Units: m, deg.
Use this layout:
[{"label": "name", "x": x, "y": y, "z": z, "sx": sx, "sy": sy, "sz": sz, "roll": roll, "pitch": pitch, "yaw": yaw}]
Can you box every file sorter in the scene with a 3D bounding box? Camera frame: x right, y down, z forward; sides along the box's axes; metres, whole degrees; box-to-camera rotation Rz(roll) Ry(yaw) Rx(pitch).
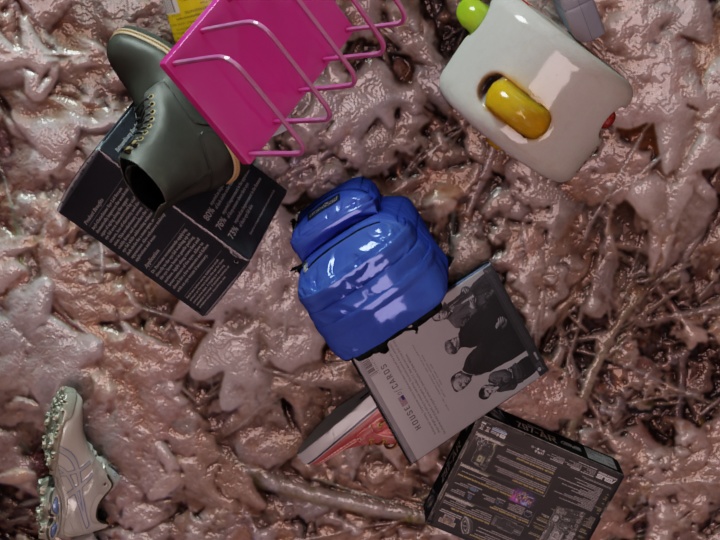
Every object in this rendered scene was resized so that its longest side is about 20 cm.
[{"label": "file sorter", "x": -0.067, "y": -0.225, "z": 1.209, "sx": 0.139, "sy": 0.125, "sz": 0.201, "roll": 49, "pitch": 65, "yaw": -31}]

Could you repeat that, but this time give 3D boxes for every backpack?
[{"label": "backpack", "x": 0.000, "y": 0.000, "z": 1.332, "sx": 0.162, "sy": 0.200, "sz": 0.168, "roll": -37, "pitch": 104, "yaw": 12}]

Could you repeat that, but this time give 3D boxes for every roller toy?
[{"label": "roller toy", "x": 0.180, "y": -0.185, "z": 1.280, "sx": 0.181, "sy": 0.200, "sz": 0.140, "roll": 24, "pitch": 110, "yaw": -36}]

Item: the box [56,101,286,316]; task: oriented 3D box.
[{"label": "box", "x": -0.200, "y": -0.077, "z": 1.324, "sx": 0.199, "sy": 0.149, "sz": 0.104, "roll": 37, "pitch": 126, "yaw": -9}]

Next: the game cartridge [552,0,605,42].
[{"label": "game cartridge", "x": 0.196, "y": -0.336, "z": 1.261, "sx": 0.040, "sy": 0.133, "sz": 0.202, "roll": -24, "pitch": 106, "yaw": 7}]

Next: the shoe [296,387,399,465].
[{"label": "shoe", "x": 0.023, "y": 0.188, "z": 1.457, "sx": 0.199, "sy": 0.072, "sz": 0.091, "roll": -39, "pitch": 98, "yaw": 7}]

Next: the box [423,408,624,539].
[{"label": "box", "x": 0.198, "y": 0.271, "z": 1.498, "sx": 0.198, "sy": 0.044, "sz": 0.162, "roll": 22, "pitch": 106, "yaw": -7}]

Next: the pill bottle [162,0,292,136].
[{"label": "pill bottle", "x": -0.139, "y": -0.240, "z": 1.302, "sx": 0.111, "sy": 0.113, "sz": 0.202, "roll": -14, "pitch": 107, "yaw": 4}]

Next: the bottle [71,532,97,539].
[{"label": "bottle", "x": -0.304, "y": 0.422, "z": 1.535, "sx": 0.083, "sy": 0.065, "sz": 0.202, "roll": -25, "pitch": 106, "yaw": 9}]

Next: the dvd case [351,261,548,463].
[{"label": "dvd case", "x": 0.103, "y": 0.106, "z": 1.416, "sx": 0.199, "sy": 0.025, "sz": 0.151, "roll": -32, "pitch": 100, "yaw": -11}]

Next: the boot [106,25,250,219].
[{"label": "boot", "x": -0.218, "y": -0.154, "z": 1.239, "sx": 0.200, "sy": 0.138, "sz": 0.078, "roll": 45, "pitch": 133, "yaw": 8}]

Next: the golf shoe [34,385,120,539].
[{"label": "golf shoe", "x": -0.339, "y": 0.231, "z": 1.483, "sx": 0.096, "sy": 0.078, "sz": 0.202, "roll": 3, "pitch": 114, "yaw": -19}]
